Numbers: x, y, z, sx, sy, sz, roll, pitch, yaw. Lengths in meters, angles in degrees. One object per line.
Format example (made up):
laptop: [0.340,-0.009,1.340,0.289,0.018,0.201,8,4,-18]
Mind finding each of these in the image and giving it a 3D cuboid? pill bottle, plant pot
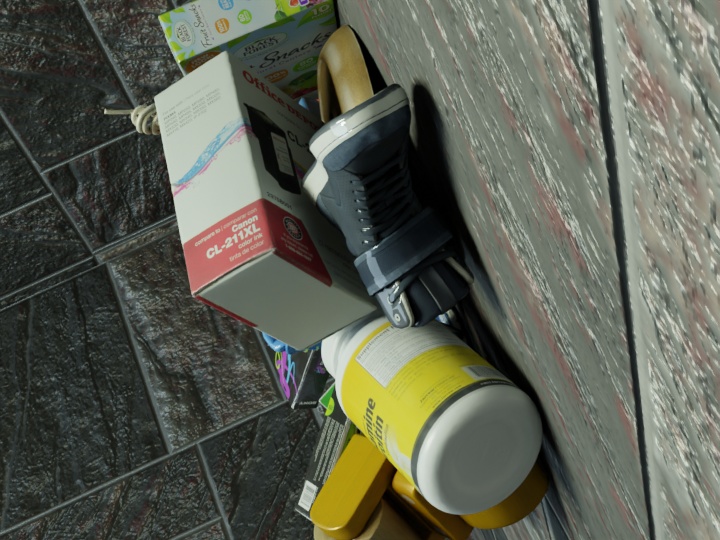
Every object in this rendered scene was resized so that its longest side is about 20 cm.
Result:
pill bottle: [0.049,0.101,1.041,0.200,0.112,0.112,40,158,52]
plant pot: [-0.008,-0.106,1.091,0.200,0.027,0.200,169,90,-84]

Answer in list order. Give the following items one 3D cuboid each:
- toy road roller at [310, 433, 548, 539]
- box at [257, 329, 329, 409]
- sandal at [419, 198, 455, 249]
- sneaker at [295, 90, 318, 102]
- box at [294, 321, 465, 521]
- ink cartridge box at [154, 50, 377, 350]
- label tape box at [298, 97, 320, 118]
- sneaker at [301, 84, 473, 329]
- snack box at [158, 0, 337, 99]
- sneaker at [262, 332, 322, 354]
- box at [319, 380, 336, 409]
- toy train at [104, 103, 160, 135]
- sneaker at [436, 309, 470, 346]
toy road roller: [0.068,0.191,1.117,0.146,0.200,0.123,13,152,46]
box: [-0.072,0.033,1.403,0.200,0.036,0.143,-117,38,-46]
sandal: [0.059,-0.006,1.085,0.200,0.048,0.075,120,127,-73]
sneaker: [-0.087,-0.267,1.456,0.087,0.074,0.200,-88,-20,-65]
box: [0.019,0.137,1.188,0.110,0.200,0.035,14,-174,-41]
ink cartridge box: [-0.078,-0.056,1.037,0.146,0.083,0.200,31,-144,-50]
label tape box: [-0.042,-0.060,1.287,0.144,0.063,0.200,-63,27,29]
sneaker: [0.028,-0.040,0.901,0.146,0.077,0.202,57,169,7]
snack box: [-0.092,-0.200,1.162,0.200,0.142,0.053,80,165,-79]
sneaker: [-0.041,0.043,1.214,0.076,0.105,0.200,59,176,30]
box: [0.058,0.179,1.410,0.200,0.097,0.176,41,176,6]
toy train: [-0.134,-0.091,1.166,0.085,0.200,0.116,-28,73,47]
sneaker: [0.065,0.090,1.261,0.079,0.089,0.200,86,162,-82]
